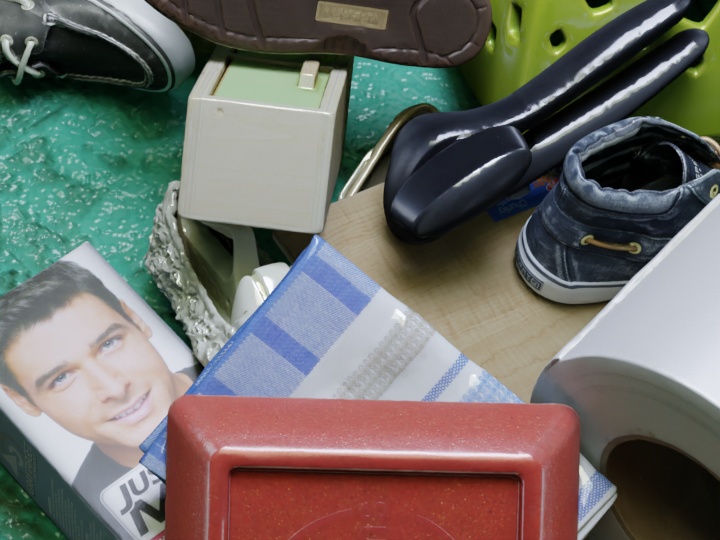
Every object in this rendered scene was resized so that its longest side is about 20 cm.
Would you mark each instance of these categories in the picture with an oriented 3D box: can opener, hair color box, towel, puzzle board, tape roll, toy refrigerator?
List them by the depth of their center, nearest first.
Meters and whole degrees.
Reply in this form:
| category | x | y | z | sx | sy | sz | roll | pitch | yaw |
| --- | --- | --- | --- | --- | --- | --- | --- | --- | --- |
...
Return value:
| category | x | y | z | sx | sy | sz | roll | pitch | yaw |
| --- | --- | --- | --- | --- | --- | --- | --- | --- | --- |
| towel | 0.009 | 0.100 | 1.412 | 0.200 | 0.024 | 0.147 | 41 | 92 | -4 |
| tape roll | 0.201 | 0.080 | 1.430 | 0.202 | 0.203 | 0.139 | 36 | 61 | 20 |
| hair color box | -0.117 | 0.089 | 1.488 | 0.099 | 0.061 | 0.200 | -34 | 63 | -24 |
| can opener | 0.096 | -0.075 | 1.510 | 0.200 | 0.064 | 0.079 | -32 | 44 | -12 |
| puzzle board | 0.073 | 0.005 | 1.528 | 0.199 | 0.017 | 0.151 | -22 | 64 | -31 |
| toy refrigerator | -0.047 | -0.080 | 1.538 | 0.075 | 0.070 | 0.200 | 7 | 14 | 2 |

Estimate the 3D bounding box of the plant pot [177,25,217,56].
| category | x | y | z | sx | sy | sz | roll | pitch | yaw |
| --- | --- | --- | --- | --- | --- | --- | --- | --- | --- |
| plant pot | -0.080 | -0.241 | 1.652 | 0.195 | 0.194 | 0.201 | -18 | 68 | -16 |

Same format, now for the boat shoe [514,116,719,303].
| category | x | y | z | sx | sy | sz | roll | pitch | yaw |
| --- | --- | --- | --- | --- | --- | --- | --- | --- | --- |
| boat shoe | 0.182 | -0.038 | 1.528 | 0.199 | 0.091 | 0.071 | -12 | 59 | -27 |

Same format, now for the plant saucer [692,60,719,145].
| category | x | y | z | sx | sy | sz | roll | pitch | yaw |
| --- | --- | --- | --- | --- | --- | --- | --- | --- | --- |
| plant saucer | 0.164 | -0.052 | 1.625 | 0.199 | 0.031 | 0.201 | 2 | 54 | -3 |

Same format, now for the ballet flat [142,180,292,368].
| category | x | y | z | sx | sy | sz | roll | pitch | yaw |
| --- | --- | --- | --- | --- | --- | --- | --- | --- | --- |
| ballet flat | -0.060 | 0.014 | 1.493 | 0.071 | 0.072 | 0.200 | -22 | 38 | -18 |

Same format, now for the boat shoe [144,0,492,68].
| category | x | y | z | sx | sy | sz | roll | pitch | yaw |
| --- | --- | --- | --- | --- | --- | --- | --- | --- | --- |
| boat shoe | -0.034 | -0.151 | 1.545 | 0.201 | 0.075 | 0.075 | 16 | 15 | -13 |

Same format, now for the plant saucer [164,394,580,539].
| category | x | y | z | sx | sy | sz | roll | pitch | yaw |
| --- | --- | --- | --- | --- | --- | --- | --- | --- | --- |
| plant saucer | 0.004 | 0.162 | 1.387 | 0.199 | 0.037 | 0.201 | 2 | 94 | -1 |

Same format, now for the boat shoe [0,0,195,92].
| category | x | y | z | sx | sy | sz | roll | pitch | yaw |
| --- | --- | --- | --- | --- | --- | --- | --- | --- | --- |
| boat shoe | -0.189 | -0.134 | 1.639 | 0.199 | 0.071 | 0.064 | 21 | 55 | 20 |

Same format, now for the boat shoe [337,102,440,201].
| category | x | y | z | sx | sy | sz | roll | pitch | yaw |
| --- | --- | --- | --- | --- | --- | --- | --- | --- | --- |
| boat shoe | 0.003 | 0.000 | 1.557 | 0.073 | 0.063 | 0.201 | 20 | 56 | 10 |

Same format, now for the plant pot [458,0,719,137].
| category | x | y | z | sx | sy | sz | roll | pitch | yaw |
| --- | --- | --- | --- | --- | --- | --- | --- | --- | --- |
| plant pot | 0.151 | -0.197 | 1.600 | 0.199 | 0.182 | 0.199 | -8 | 38 | -13 |
